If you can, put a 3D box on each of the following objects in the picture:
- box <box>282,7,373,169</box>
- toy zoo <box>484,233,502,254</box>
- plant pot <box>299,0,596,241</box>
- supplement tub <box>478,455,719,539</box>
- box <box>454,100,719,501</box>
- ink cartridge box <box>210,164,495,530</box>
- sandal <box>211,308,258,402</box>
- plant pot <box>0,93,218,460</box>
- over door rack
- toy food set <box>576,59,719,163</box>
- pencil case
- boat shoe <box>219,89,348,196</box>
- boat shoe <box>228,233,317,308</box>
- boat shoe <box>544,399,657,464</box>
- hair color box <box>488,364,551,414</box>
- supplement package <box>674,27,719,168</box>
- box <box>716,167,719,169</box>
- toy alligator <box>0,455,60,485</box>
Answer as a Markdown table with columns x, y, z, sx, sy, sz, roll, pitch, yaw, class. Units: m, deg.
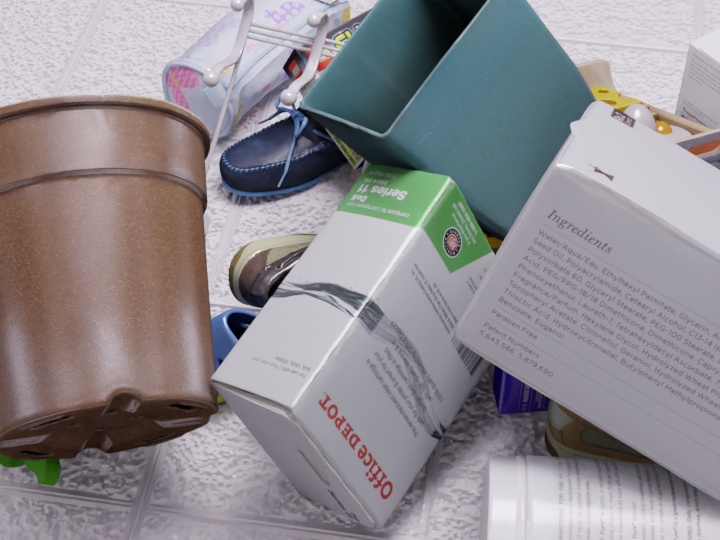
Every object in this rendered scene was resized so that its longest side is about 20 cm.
| x | y | z | sx | sy | sz | roll | pitch | yaw | class |
| --- | --- | --- | --- | --- | --- | --- | --- | --- | --- |
| 0.043 | -0.180 | 1.194 | 0.200 | 0.035 | 0.110 | -32 | 84 | -29 | box |
| 0.146 | -0.069 | 1.185 | 0.130 | 0.021 | 0.201 | -7 | 46 | -8 | toy zoo |
| 0.090 | -0.104 | 1.023 | 0.142 | 0.200 | 0.141 | -52 | 30 | -5 | plant pot |
| 0.174 | 0.186 | 0.860 | 0.199 | 0.132 | 0.132 | 5 | 46 | 4 | supplement tub |
| 0.189 | 0.010 | 0.874 | 0.199 | 0.131 | 0.199 | 31 | 23 | 5 | box |
| 0.010 | 0.051 | 0.944 | 0.083 | 0.147 | 0.200 | 14 | 58 | 40 | ink cartridge box |
| -0.095 | 0.058 | 1.016 | 0.199 | 0.087 | 0.080 | 7 | 48 | 9 | sandal |
| -0.186 | 0.014 | 0.929 | 0.199 | 0.200 | 0.199 | -8 | 73 | -8 | plant pot |
| -0.056 | -0.110 | 1.107 | 0.147 | 0.201 | 0.067 | 15 | 7 | 13 | over door rack |
| 0.221 | -0.134 | 1.165 | 0.143 | 0.061 | 0.200 | -17 | 31 | -29 | toy food set |
| -0.093 | -0.204 | 1.270 | 0.090 | 0.083 | 0.200 | 9 | 43 | 40 | pencil case |
| -0.037 | -0.131 | 1.210 | 0.199 | 0.069 | 0.084 | -28 | 52 | -25 | boat shoe |
| 0.000 | 0.000 | 1.065 | 0.199 | 0.074 | 0.065 | -15 | 29 | -22 | boat shoe |
| 0.231 | 0.113 | 0.969 | 0.199 | 0.076 | 0.072 | 5 | 44 | 3 | boat shoe |
| 0.194 | 0.043 | 1.048 | 0.199 | 0.065 | 0.110 | -3 | 45 | -6 | hair color box |
| 0.398 | -0.131 | 1.186 | 0.155 | 0.111 | 0.200 | -27 | 52 | -24 | supplement package |
| 0.272 | -0.043 | 1.080 | 0.199 | 0.036 | 0.143 | 15 | 28 | 38 | box |
| -0.256 | 0.074 | 1.009 | 0.054 | 0.059 | 0.201 | -34 | 58 | 25 | toy alligator |
